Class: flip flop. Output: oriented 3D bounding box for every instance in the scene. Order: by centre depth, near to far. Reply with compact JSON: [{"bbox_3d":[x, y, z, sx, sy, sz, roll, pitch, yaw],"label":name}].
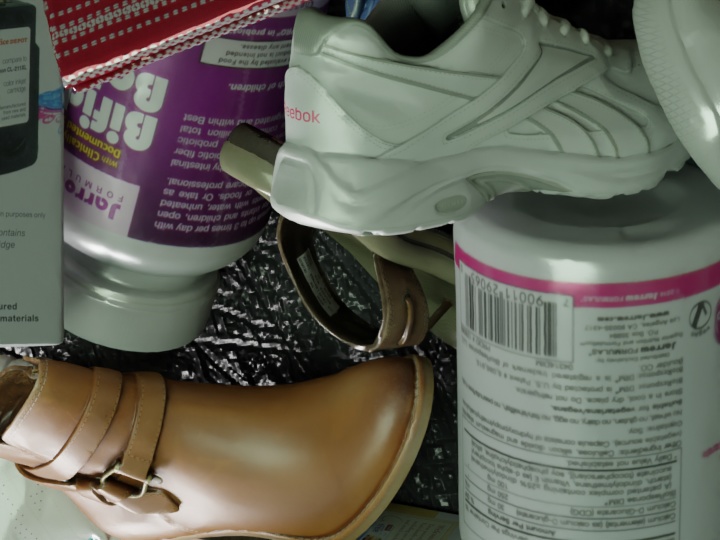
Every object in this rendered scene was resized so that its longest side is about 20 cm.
[{"bbox_3d":[0.000,0.000,0.961,0.081,0.200,0.058,21,82,32],"label":"flip flop"}]

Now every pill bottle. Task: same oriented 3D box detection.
[{"bbox_3d":[0.094,0.064,0.924,0.113,0.113,0.201,9,115,23],"label":"pill bottle"},{"bbox_3d":[-0.083,-0.070,1.006,0.112,0.112,0.201,25,119,16],"label":"pill bottle"}]

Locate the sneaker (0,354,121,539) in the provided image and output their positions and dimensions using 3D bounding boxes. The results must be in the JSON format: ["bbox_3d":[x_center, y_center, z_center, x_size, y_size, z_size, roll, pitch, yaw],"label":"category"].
[{"bbox_3d":[-0.156,0.140,1.158,0.088,0.075,0.201,6,114,7],"label":"sneaker"}]

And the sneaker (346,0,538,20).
[{"bbox_3d":[0.028,-0.117,0.947,0.082,0.074,0.201,10,113,25],"label":"sneaker"}]

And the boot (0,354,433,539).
[{"bbox_3d":[-0.075,0.070,1.032,0.154,0.074,0.200,28,138,-25],"label":"boot"}]

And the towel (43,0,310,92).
[{"bbox_3d":[-0.066,-0.169,0.916,0.144,0.201,0.023,-21,145,9],"label":"towel"}]

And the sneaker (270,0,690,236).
[{"bbox_3d":[0.057,-0.076,0.863,0.078,0.199,0.100,21,118,48],"label":"sneaker"}]

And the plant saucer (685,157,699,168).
[{"bbox_3d":[0.177,0.027,0.958,0.200,0.039,0.202,10,115,23],"label":"plant saucer"}]

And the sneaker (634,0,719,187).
[{"bbox_3d":[0.183,-0.043,0.844,0.088,0.075,0.200,-40,82,36],"label":"sneaker"}]

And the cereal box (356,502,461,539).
[{"bbox_3d":[0.062,0.163,1.008,0.199,0.144,0.040,9,117,24],"label":"cereal box"}]

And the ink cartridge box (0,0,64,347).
[{"bbox_3d":[-0.196,-0.069,0.989,0.145,0.082,0.201,-1,89,51],"label":"ink cartridge box"}]
